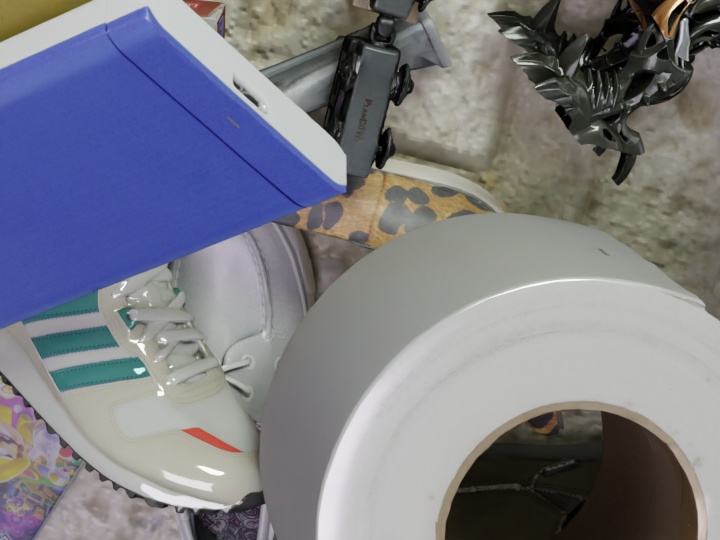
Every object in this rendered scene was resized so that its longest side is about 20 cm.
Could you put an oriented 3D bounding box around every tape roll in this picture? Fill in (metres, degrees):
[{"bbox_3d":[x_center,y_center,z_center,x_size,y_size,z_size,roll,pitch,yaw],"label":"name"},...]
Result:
[{"bbox_3d":[0.067,0.087,1.139,0.201,0.139,0.204,-2,103,-10],"label":"tape roll"}]

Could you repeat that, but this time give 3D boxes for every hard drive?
[{"bbox_3d":[-0.124,-0.037,1.102,0.199,0.026,0.132,-21,141,27],"label":"hard drive"}]

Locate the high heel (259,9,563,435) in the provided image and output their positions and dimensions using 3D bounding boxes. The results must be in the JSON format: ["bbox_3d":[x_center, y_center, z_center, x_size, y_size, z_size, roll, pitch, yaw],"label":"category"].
[{"bbox_3d":[0.000,0.000,1.227,0.142,0.071,0.201,-23,97,0],"label":"high heel"}]

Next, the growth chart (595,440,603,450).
[{"bbox_3d":[0.199,0.103,1.294,0.199,0.018,0.145,-30,108,21],"label":"growth chart"}]

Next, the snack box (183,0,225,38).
[{"bbox_3d":[-0.159,-0.090,1.250,0.198,0.024,0.072,6,115,6],"label":"snack box"}]

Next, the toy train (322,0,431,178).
[{"bbox_3d":[0.019,-0.137,1.164,0.034,0.046,0.201,14,98,-11],"label":"toy train"}]

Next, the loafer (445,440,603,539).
[{"bbox_3d":[0.080,0.119,1.276,0.199,0.070,0.076,-14,111,17],"label":"loafer"}]

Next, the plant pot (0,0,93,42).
[{"bbox_3d":[-0.169,-0.147,1.128,0.193,0.196,0.201,-4,119,7],"label":"plant pot"}]

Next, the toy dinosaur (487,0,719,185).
[{"bbox_3d":[0.130,-0.112,1.161,0.135,0.102,0.200,-38,84,7],"label":"toy dinosaur"}]

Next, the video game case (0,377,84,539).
[{"bbox_3d":[-0.198,0.065,1.338,0.143,0.018,0.200,31,117,-7],"label":"video game case"}]

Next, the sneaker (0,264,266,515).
[{"bbox_3d":[-0.105,0.020,1.218,0.200,0.070,0.094,39,118,24],"label":"sneaker"}]

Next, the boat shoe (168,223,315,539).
[{"bbox_3d":[-0.062,0.053,1.282,0.071,0.069,0.201,8,118,5],"label":"boat shoe"}]
